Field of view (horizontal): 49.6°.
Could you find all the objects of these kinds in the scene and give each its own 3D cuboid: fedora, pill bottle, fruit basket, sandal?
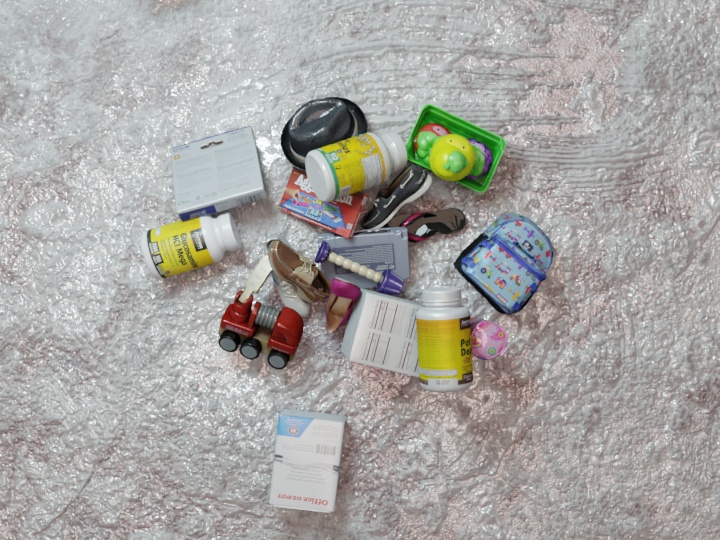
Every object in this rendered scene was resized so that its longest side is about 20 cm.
[{"bbox_3d":[-0.086,-0.314,1.701,0.200,0.092,0.201,-3,71,9],"label":"fedora"},{"bbox_3d":[-0.371,-0.060,1.719,0.200,0.112,0.113,-17,90,1],"label":"pill bottle"},{"bbox_3d":[-0.006,-0.226,1.646,0.200,0.113,0.113,-21,90,-20],"label":"pill bottle"},{"bbox_3d":[0.168,0.137,1.565,0.109,0.109,0.200,-4,94,0],"label":"pill bottle"},{"bbox_3d":[0.199,-0.256,1.665,0.215,0.216,0.156,25,83,0],"label":"fruit basket"},{"bbox_3d":[0.138,-0.099,1.748,0.200,0.045,0.075,-14,90,1],"label":"sandal"}]

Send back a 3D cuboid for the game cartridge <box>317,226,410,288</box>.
[{"bbox_3d":[0.009,-0.025,1.730,0.200,0.041,0.133,-4,112,2],"label":"game cartridge"}]

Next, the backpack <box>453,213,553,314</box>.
[{"bbox_3d":[0.333,-0.024,1.705,0.200,0.135,0.183,-44,91,-2],"label":"backpack"}]

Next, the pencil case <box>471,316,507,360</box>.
[{"bbox_3d":[0.256,0.145,1.671,0.087,0.200,0.088,0,89,-4],"label":"pencil case"}]

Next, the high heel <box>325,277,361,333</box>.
[{"bbox_3d":[-0.044,0.078,1.669,0.067,0.200,0.096,20,76,7],"label":"high heel"}]

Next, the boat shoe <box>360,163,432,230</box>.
[{"bbox_3d":[0.065,-0.159,1.703,0.060,0.074,0.200,37,126,-26],"label":"boat shoe"}]

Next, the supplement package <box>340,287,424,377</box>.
[{"bbox_3d":[0.078,0.136,1.684,0.200,0.152,0.151,14,91,-9],"label":"supplement package"}]

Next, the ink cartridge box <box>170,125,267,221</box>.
[{"bbox_3d":[-0.317,-0.216,1.729,0.196,0.043,0.200,-15,53,1],"label":"ink cartridge box"}]

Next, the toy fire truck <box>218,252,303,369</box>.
[{"bbox_3d":[-0.202,0.085,1.691,0.176,0.129,0.200,20,128,1],"label":"toy fire truck"}]

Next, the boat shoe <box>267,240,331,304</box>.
[{"bbox_3d":[-0.125,-0.001,1.672,0.072,0.200,0.076,-9,54,29],"label":"boat shoe"}]

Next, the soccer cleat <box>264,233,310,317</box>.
[{"bbox_3d":[-0.169,0.014,1.731,0.070,0.086,0.200,-21,90,1],"label":"soccer cleat"}]

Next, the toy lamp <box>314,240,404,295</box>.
[{"bbox_3d":[0.000,0.000,1.693,0.200,0.058,0.058,23,90,-9],"label":"toy lamp"}]

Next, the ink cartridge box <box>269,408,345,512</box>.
[{"bbox_3d":[-0.117,0.420,1.734,0.146,0.086,0.200,7,92,1],"label":"ink cartridge box"}]

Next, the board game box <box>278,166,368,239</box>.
[{"bbox_3d":[-0.085,-0.151,1.716,0.200,0.019,0.103,23,93,28],"label":"board game box"}]
